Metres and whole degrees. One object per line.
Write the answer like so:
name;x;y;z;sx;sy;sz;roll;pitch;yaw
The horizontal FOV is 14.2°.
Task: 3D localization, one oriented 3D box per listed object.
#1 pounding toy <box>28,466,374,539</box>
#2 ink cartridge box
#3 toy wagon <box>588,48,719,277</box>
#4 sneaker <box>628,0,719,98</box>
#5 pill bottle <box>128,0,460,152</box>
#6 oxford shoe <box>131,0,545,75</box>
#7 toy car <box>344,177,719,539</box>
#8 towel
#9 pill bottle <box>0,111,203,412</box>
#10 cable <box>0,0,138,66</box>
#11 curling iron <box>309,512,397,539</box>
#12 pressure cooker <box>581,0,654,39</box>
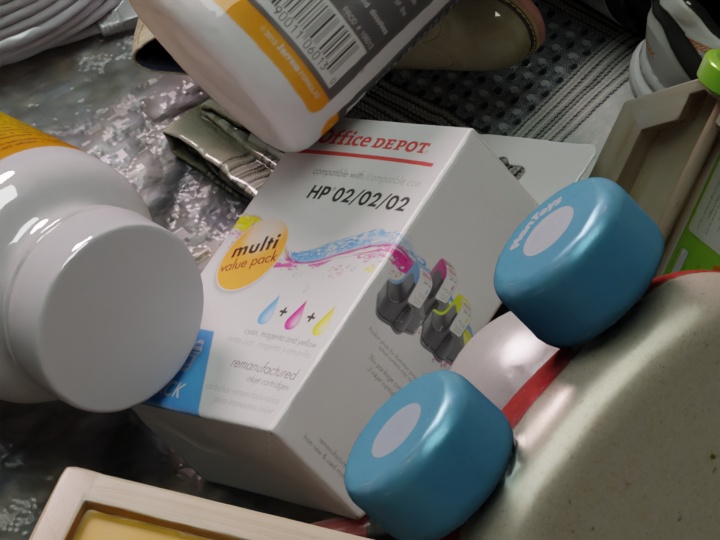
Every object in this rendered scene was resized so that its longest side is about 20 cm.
pounding toy;-0.092;0.174;1.110;0.200;0.142;0.184;13;52;15
ink cartridge box;0.000;0.000;1.242;0.115;0.068;0.200;9;58;50
toy wagon;0.170;0.010;1.216;0.040;0.155;0.200;-6;39;-45
sneaker;0.221;-0.094;1.287;0.200;0.080;0.074;4;54;2
pill bottle;0.002;-0.156;1.256;0.200;0.116;0.116;-45;58;-8
oxford shoe;-0.012;-0.107;1.355;0.200;0.071;0.074;5;53;25
toy car;0.076;0.077;1.135;0.177;0.184;0.200;-52;19;-13
towel;0.036;-0.076;1.375;0.192;0.035;0.200;35;62;29
pill bottle;-0.157;-0.008;1.252;0.111;0.111;0.200;-37;37;-23
cable;-0.206;-0.182;1.465;0.200;0.069;0.200;-25;52;-14
curling iron;0.049;0.105;1.223;0.200;0.050;0.026;-16;51;-15
pressure cooker;0.149;-0.203;1.383;0.200;0.179;0.176;37;83;30
